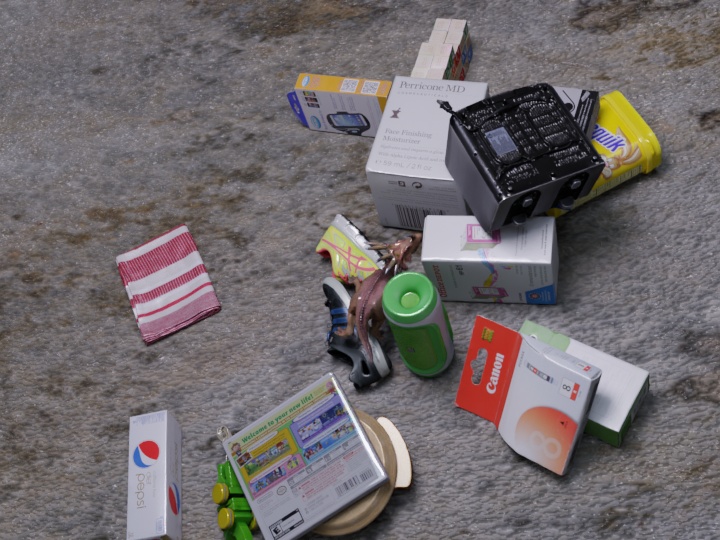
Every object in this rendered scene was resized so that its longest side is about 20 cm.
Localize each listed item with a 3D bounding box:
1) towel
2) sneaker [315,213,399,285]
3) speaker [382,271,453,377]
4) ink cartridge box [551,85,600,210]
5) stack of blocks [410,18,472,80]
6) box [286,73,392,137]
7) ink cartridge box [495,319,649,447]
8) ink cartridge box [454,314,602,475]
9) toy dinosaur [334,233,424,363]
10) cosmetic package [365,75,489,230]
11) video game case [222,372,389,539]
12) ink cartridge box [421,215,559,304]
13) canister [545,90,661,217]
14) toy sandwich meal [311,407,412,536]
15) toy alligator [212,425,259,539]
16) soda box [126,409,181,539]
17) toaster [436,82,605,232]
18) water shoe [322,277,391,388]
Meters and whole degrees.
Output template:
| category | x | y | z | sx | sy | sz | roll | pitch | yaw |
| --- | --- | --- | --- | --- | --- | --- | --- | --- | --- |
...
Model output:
| category | x | y | z | sx | sy | sz | roll | pitch | yaw |
| --- | --- | --- | --- | --- | --- | --- | --- | --- | --- |
| towel | -0.336 | 0.020 | 1.760 | 0.143 | 0.023 | 0.201 | -26 | 56 | -3 |
| sneaker | 0.000 | 0.000 | 1.663 | 0.090 | 0.078 | 0.200 | -44 | 56 | 3 |
| speaker | 0.088 | 0.083 | 1.505 | 0.088 | 0.200 | 0.089 | -6 | 58 | 11 |
| ink cartridge box | 0.312 | -0.197 | 1.613 | 0.093 | 0.044 | 0.201 | 11 | 67 | 22 |
| stack of blocks | 0.142 | -0.353 | 1.808 | 0.058 | 0.115 | 0.201 | 9 | 62 | 19 |
| box | -0.030 | -0.293 | 1.813 | 0.198 | 0.119 | 0.042 | 11 | 62 | 20 |
| ink cartridge box | 0.309 | 0.162 | 1.485 | 0.199 | 0.059 | 0.104 | 24 | 68 | 26 |
| ink cartridge box | 0.227 | 0.174 | 1.444 | 0.199 | 0.163 | 0.050 | 23 | 28 | 24 |
| toy dinosaur | 0.022 | 0.031 | 1.526 | 0.085 | 0.136 | 0.201 | 21 | 52 | -3 |
| cosmetic package | 0.121 | -0.189 | 1.683 | 0.163 | 0.165 | 0.201 | 8 | 61 | 17 |
| video game case | -0.082 | 0.275 | 1.467 | 0.199 | 0.022 | 0.183 | -33 | 63 | 6 |
| ink cartridge box | 0.201 | -0.016 | 1.569 | 0.198 | 0.145 | 0.085 | 3 | 63 | 16 |
| canister | 0.368 | -0.188 | 1.668 | 0.199 | 0.087 | 0.149 | -28 | 58 | -2 |
| toy sandwich meal | -0.023 | 0.292 | 1.492 | 0.203 | 0.070 | 0.207 | -7 | 68 | 17 |
| toy alligator | -0.197 | 0.332 | 1.518 | 0.054 | 0.059 | 0.201 | -46 | 48 | 34 |
| soda box | -0.311 | 0.320 | 1.543 | 0.063 | 0.068 | 0.201 | -11 | 57 | 8 |
| toaster | 0.229 | -0.171 | 1.499 | 0.180 | 0.119 | 0.201 | -20 | 62 | -15 |
| water shoe | -0.027 | 0.095 | 1.606 | 0.079 | 0.072 | 0.201 | -32 | 56 | -3 |
